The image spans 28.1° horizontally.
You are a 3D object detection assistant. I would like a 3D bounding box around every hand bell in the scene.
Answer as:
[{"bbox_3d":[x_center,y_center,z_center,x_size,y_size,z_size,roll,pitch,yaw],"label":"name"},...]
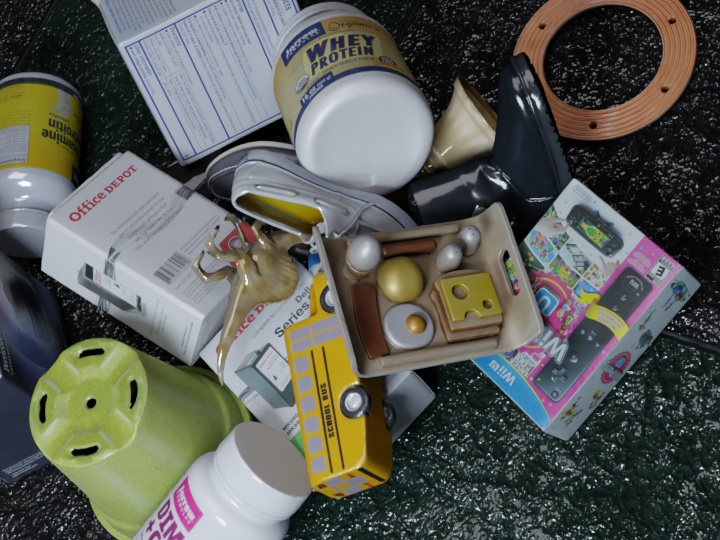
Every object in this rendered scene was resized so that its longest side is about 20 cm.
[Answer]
[{"bbox_3d":[0.062,-0.101,1.529,0.200,0.104,0.105,-40,57,15],"label":"hand bell"}]

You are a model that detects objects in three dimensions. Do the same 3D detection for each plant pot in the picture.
[{"bbox_3d":[-0.233,0.161,1.449,0.198,0.184,0.203,-9,63,18],"label":"plant pot"}]

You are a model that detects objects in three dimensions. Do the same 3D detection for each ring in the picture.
[{"bbox_3d":[0.259,-0.225,1.532,0.198,0.019,0.203,-9,63,19],"label":"ring"}]

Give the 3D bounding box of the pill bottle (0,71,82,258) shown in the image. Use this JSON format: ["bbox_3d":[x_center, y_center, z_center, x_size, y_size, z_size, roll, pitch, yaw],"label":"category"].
[{"bbox_3d":[-0.386,-0.122,1.687,0.111,0.112,0.202,-11,63,17],"label":"pill bottle"}]

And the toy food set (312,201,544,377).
[{"bbox_3d":[0.063,0.011,1.343,0.198,0.061,0.145,-8,65,-20],"label":"toy food set"}]

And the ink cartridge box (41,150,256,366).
[{"bbox_3d":[-0.214,-0.016,1.517,0.199,0.083,0.147,31,46,10],"label":"ink cartridge box"}]

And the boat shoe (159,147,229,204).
[{"bbox_3d":[-0.227,-0.075,1.632,0.201,0.063,0.074,-41,55,-2],"label":"boat shoe"}]

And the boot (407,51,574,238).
[{"bbox_3d":[0.122,-0.102,1.433,0.166,0.201,0.077,-18,33,10],"label":"boot"}]

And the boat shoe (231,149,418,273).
[{"bbox_3d":[-0.036,-0.043,1.410,0.075,0.200,0.087,-50,19,44],"label":"boat shoe"}]

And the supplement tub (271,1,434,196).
[{"bbox_3d":[-0.014,-0.181,1.496,0.143,0.145,0.201,-30,38,6],"label":"supplement tub"}]

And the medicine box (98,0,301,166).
[{"bbox_3d":[-0.157,-0.248,1.590,0.198,0.183,0.103,-27,45,-3],"label":"medicine box"}]

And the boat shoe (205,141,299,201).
[{"bbox_3d":[-0.083,-0.095,1.569,0.198,0.073,0.063,-1,42,17],"label":"boat shoe"}]

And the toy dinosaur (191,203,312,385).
[{"bbox_3d":[-0.113,0.004,1.421,0.101,0.058,0.201,33,66,-2],"label":"toy dinosaur"}]

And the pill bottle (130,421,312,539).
[{"bbox_3d":[-0.139,0.247,1.375,0.200,0.113,0.114,-51,55,21],"label":"pill bottle"}]

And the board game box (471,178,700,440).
[{"bbox_3d":[0.203,0.038,1.383,0.147,0.064,0.201,43,99,32],"label":"board game box"}]

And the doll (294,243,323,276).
[{"bbox_3d":[0.000,0.000,1.481,0.199,0.136,0.049,38,123,26],"label":"doll"}]

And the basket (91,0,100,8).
[{"bbox_3d":[-0.261,-0.429,1.738,0.159,0.200,0.200,-3,64,26],"label":"basket"}]

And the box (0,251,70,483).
[{"bbox_3d":[-0.399,0.091,1.541,0.122,0.199,0.201,-27,60,8],"label":"box"}]

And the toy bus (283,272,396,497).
[{"bbox_3d":[-0.020,0.105,1.360,0.078,0.065,0.202,-22,62,19],"label":"toy bus"}]

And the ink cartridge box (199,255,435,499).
[{"bbox_3d":[-0.047,0.106,1.459,0.146,0.084,0.200,-47,59,-2],"label":"ink cartridge box"}]
